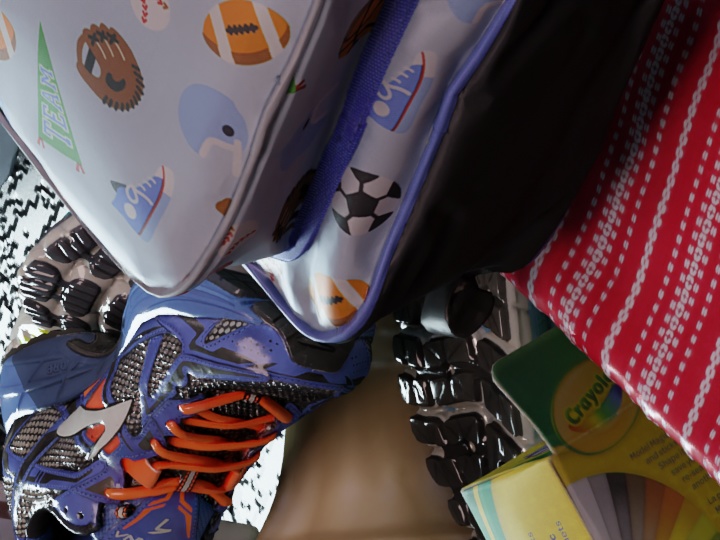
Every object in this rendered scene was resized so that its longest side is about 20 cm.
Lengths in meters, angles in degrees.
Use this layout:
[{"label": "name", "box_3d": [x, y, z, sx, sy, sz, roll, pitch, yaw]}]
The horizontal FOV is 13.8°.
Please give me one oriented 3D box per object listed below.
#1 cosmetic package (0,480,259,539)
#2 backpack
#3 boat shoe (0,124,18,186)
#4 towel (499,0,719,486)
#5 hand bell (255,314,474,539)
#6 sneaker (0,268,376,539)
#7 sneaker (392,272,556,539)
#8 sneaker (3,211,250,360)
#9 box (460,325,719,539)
[{"label": "cosmetic package", "box_3d": [-0.095, 0.173, 1.043, 0.101, 0.071, 0.201, 9, 130, 4]}, {"label": "backpack", "box_3d": [-0.024, -0.098, 0.724, 0.191, 0.154, 0.200, 51, 133, 28]}, {"label": "boat shoe", "box_3d": [-0.143, -0.081, 1.072, 0.200, 0.070, 0.067, 130, 128, -68]}, {"label": "towel", "box_3d": [0.076, -0.044, 0.746, 0.200, 0.022, 0.145, 47, 125, 57]}, {"label": "hand bell", "box_3d": [0.000, 0.000, 0.973, 0.104, 0.104, 0.201, -16, 76, 47]}, {"label": "sneaker", "box_3d": [-0.054, 0.051, 0.914, 0.200, 0.075, 0.079, -31, 52, 59]}, {"label": "sneaker", "box_3d": [0.073, 0.054, 0.892, 0.078, 0.090, 0.201, 15, 124, 63]}, {"label": "sneaker", "box_3d": [-0.077, -0.009, 1.004, 0.200, 0.077, 0.080, 144, 144, -66]}, {"label": "box", "box_3d": [0.109, 0.097, 0.819, 0.048, 0.117, 0.201, -25, 92, 51]}]
